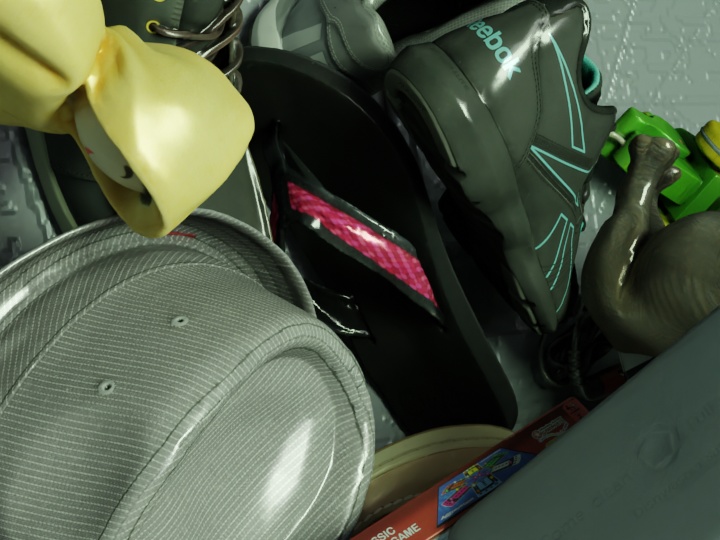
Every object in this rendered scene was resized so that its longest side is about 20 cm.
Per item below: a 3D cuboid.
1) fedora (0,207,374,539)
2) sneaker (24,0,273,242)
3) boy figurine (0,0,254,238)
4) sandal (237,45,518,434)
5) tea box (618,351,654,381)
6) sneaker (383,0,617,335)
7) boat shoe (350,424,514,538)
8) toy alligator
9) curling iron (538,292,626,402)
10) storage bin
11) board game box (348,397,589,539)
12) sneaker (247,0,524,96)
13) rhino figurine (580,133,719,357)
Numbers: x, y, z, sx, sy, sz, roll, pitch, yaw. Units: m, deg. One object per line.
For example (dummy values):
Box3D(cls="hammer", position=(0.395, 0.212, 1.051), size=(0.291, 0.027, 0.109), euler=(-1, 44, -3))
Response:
Box3D(cls="fedora", position=(-0.068, 0.075, 0.732), size=(0.200, 0.090, 0.178), euler=(-37, 124, -30))
Box3D(cls="sneaker", position=(-0.070, -0.065, 0.774), size=(0.075, 0.106, 0.201), euler=(-36, 107, -37))
Box3D(cls="boy figurine", position=(-0.132, -0.078, 0.711), size=(0.199, 0.124, 0.065), euler=(31, 66, -9))
Box3D(cls="sandal", position=(0.000, 0.000, 0.843), size=(0.045, 0.075, 0.201), euler=(-48, 116, -42))
Box3D(cls="tea box", position=(0.221, 0.102, 0.904), size=(0.200, 0.133, 0.198), euler=(41, 30, -40))
Box3D(cls="sneaker", position=(0.072, -0.039, 0.853), size=(0.079, 0.076, 0.200), euler=(-37, 153, -5))
Box3D(cls="boat shoe", position=(0.062, 0.110, 0.864), size=(0.199, 0.071, 0.065), euler=(5, 43, -42))
Box3D(cls="toy alligator", position=(0.146, -0.048, 0.989), size=(0.199, 0.059, 0.054), euler=(31, 22, -28))
Box3D(cls="curling iron", position=(0.158, 0.027, 1.000), size=(0.199, 0.025, 0.050), euler=(-7, 90, -40))
Box3D(cls="storage bin", position=(0.134, 0.102, 0.708), size=(0.134, 0.200, 0.146), euler=(38, 16, -42))
Box3D(cls="board game box", position=(0.001, 0.127, 0.748), size=(0.199, 0.019, 0.103), euler=(-29, 145, -27))
Box3D(cls="sneaker", position=(0.052, -0.129, 0.877), size=(0.200, 0.115, 0.075), euler=(-44, 108, -34))
Box3D(cls="rhino figurine", position=(0.166, -0.002, 0.830), size=(0.060, 0.199, 0.088), euler=(24, 78, -41))
